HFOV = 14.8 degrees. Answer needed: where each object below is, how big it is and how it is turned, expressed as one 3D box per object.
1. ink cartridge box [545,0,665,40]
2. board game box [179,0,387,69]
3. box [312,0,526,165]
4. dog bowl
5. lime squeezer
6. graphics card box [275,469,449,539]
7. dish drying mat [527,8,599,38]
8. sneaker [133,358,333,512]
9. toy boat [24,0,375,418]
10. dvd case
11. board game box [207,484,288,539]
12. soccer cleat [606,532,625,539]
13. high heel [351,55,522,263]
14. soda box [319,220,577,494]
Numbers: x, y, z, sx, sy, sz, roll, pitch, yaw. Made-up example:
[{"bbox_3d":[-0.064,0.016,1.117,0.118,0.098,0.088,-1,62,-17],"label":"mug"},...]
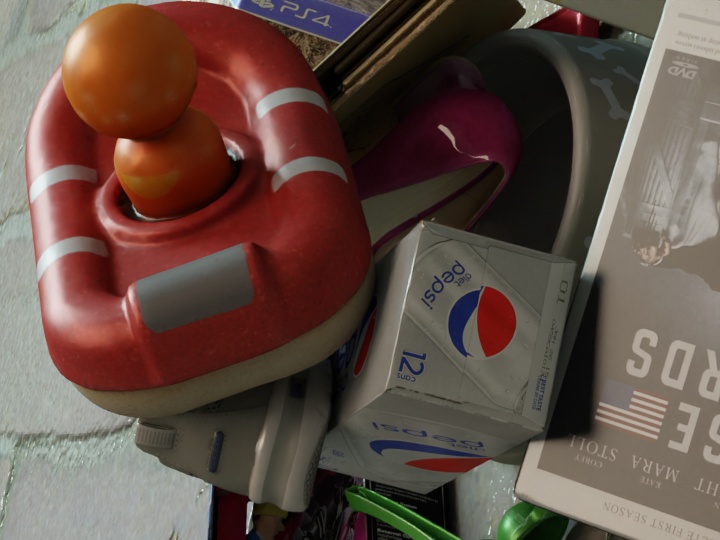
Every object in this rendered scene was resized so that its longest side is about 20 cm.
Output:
[{"bbox_3d":[0.094,-0.193,1.142,0.145,0.200,0.147,-66,22,18],"label":"ink cartridge box"},{"bbox_3d":[-0.031,-0.052,1.418,0.200,0.159,0.097,-67,22,16],"label":"board game box"},{"bbox_3d":[0.002,-0.078,1.261,0.163,0.021,0.200,-43,-5,6],"label":"box"},{"bbox_3d":[0.068,-0.017,1.241,0.200,0.059,0.201,-39,42,46],"label":"dog bowl"},{"bbox_3d":[0.063,0.106,1.211,0.200,0.038,0.071,-30,66,56],"label":"lime squeezer"},{"bbox_3d":[-0.003,0.157,1.339,0.126,0.051,0.200,-54,28,42],"label":"graphics card box"},{"bbox_3d":[0.080,-0.026,1.308,0.077,0.018,0.201,-22,54,59],"label":"dish drying mat"},{"bbox_3d":[-0.059,0.030,1.145,0.200,0.082,0.075,-110,34,-72],"label":"sneaker"},{"bbox_3d":[-0.075,-0.047,1.074,0.200,0.130,0.131,-106,-4,-54],"label":"toy boat"},{"bbox_3d":[0.148,0.009,0.988,0.150,0.025,0.201,17,90,34],"label":"dvd case"},{"bbox_3d":[-0.054,0.136,1.343,0.158,0.039,0.201,-92,5,-65],"label":"board game box"},{"bbox_3d":[0.124,0.089,1.057,0.081,0.067,0.201,43,-132,-75],"label":"soccer cleat"},{"bbox_3d":[0.000,0.000,1.221,0.200,0.067,0.096,-46,24,16],"label":"high heel"},{"bbox_3d":[0.025,0.039,1.091,0.200,0.063,0.068,135,148,-73],"label":"soda box"}]
